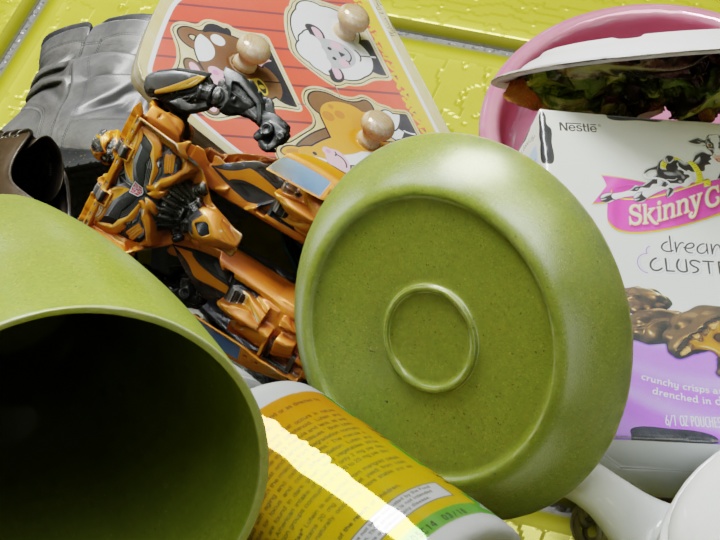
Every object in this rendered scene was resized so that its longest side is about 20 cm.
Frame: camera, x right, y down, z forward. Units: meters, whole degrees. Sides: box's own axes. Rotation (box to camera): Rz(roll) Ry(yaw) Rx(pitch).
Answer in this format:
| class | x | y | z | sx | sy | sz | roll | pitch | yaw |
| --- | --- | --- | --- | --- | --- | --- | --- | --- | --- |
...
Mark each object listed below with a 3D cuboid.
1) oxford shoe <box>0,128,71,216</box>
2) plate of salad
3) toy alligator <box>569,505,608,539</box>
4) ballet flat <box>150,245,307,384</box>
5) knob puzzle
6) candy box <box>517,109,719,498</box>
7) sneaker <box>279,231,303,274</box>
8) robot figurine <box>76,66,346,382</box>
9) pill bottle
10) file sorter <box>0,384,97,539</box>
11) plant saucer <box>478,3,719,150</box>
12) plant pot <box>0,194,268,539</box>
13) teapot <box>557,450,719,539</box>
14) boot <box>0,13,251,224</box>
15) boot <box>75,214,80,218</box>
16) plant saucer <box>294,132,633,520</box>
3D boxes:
| class | x | y | z | sx | sy | sz | roll | pitch | yaw |
| --- | --- | --- | --- | --- | --- | --- | --- | --- | --- |
| oxford shoe | -0.198 | -0.045 | 1.605 | 0.084 | 0.073 | 0.200 | -46 | 39 | 4 |
| plate of salad | 0.172 | -0.102 | 1.613 | 0.200 | 0.200 | 0.048 | -4 | 87 | 4 |
| toy alligator | 0.116 | 0.074 | 1.592 | 0.054 | 0.059 | 0.200 | 17 | 41 | -39 |
| ballet flat | -0.076 | 0.044 | 1.629 | 0.073 | 0.073 | 0.200 | -32 | 54 | -21 |
| knob puzzle | -0.037 | -0.108 | 1.646 | 0.220 | 0.030 | 0.220 | 20 | 40 | -18 |
| candy box | 0.173 | 0.019 | 1.553 | 0.168 | 0.072 | 0.200 | 3 | 59 | -13 |
| sneaker | 0.000 | 0.000 | 1.648 | 0.071 | 0.083 | 0.200 | -21 | 49 | -12 |
| robot figurine | -0.062 | -0.020 | 1.554 | 0.200 | 0.145 | 0.058 | 30 | 19 | 8 |
| pill bottle | -0.025 | 0.123 | 1.436 | 0.111 | 0.111 | 0.200 | -38 | 53 | -25 |
| file sorter | -0.173 | 0.174 | 1.473 | 0.125 | 0.139 | 0.200 | -10 | 47 | -4 |
| plant saucer | 0.171 | -0.074 | 1.717 | 0.200 | 0.051 | 0.201 | -4 | 48 | 4 |
| plant pot | -0.158 | 0.051 | 1.397 | 0.187 | 0.187 | 0.200 | -17 | 32 | -8 |
| teapot | 0.219 | 0.142 | 1.411 | 0.200 | 0.146 | 0.197 | -28 | 33 | 6 |
| boot | -0.127 | -0.094 | 1.676 | 0.200 | 0.070 | 0.132 | 4 | 56 | 31 |
| boot | -0.099 | -0.054 | 1.728 | 0.200 | 0.075 | 0.074 | -30 | 53 | 1 |
| plant saucer | 0.042 | 0.032 | 1.458 | 0.200 | 0.200 | 0.031 | 26 | 24 | 27 |
